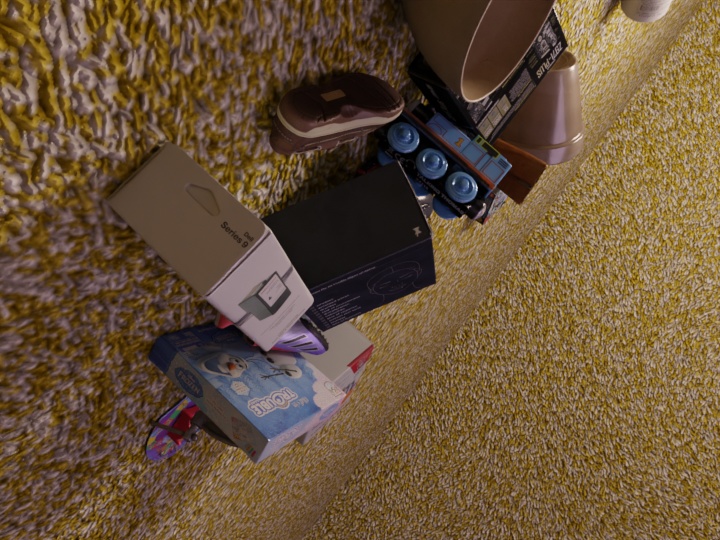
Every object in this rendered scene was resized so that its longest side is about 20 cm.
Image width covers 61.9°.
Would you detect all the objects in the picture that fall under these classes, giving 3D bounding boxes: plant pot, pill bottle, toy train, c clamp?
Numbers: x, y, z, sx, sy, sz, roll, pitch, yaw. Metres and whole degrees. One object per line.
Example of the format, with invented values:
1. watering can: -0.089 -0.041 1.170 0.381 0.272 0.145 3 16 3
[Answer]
1. plant pot: 0.127 -0.319 0.694 0.200 0.134 0.201 -44 161 -20
2. pill bottle: 0.687 -0.687 1.392 0.114 0.114 0.200 -49 162 -8
3. toy train: 0.113 -0.162 0.864 0.114 0.200 0.087 -48 177 -23
4. c clamp: -0.188 0.180 0.899 0.200 0.170 0.027 -53 150 -35
5. plant pot: 0.346 -0.329 1.172 0.200 0.199 0.174 -40 142 -33

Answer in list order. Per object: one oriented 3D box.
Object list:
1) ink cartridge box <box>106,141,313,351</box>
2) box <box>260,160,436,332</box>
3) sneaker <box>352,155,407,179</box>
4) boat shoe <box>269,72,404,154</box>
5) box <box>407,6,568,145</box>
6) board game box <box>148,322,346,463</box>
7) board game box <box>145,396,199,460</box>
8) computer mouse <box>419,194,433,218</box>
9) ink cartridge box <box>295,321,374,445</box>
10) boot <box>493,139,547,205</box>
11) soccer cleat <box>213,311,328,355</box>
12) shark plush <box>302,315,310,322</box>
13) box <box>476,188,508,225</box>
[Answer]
1. ink cartridge box: -0.140 -0.015 0.607 0.084 0.146 0.200 -47 161 -11
2. box: -0.006 -0.024 0.839 0.199 0.125 0.197 -23 162 1
3. sneaker: 0.059 -0.149 0.946 0.200 0.079 0.096 -48 164 -11
4. boat shoe: -0.030 -0.179 0.703 0.202 0.075 0.075 -23 161 -46
5. box: 0.187 -0.307 0.864 0.200 0.086 0.164 -53 141 3
6. board game box: -0.145 0.145 0.814 0.044 0.199 0.200 -57 162 19
7. board game box: -0.256 0.243 0.983 0.200 0.039 0.158 -42 160 -30
8. computer mouse: 0.096 -0.089 1.099 0.200 0.046 0.141 -18 111 -61
9. ink cartridge box: -0.093 0.189 1.114 0.145 0.144 0.201 -36 157 -41
10. boot: 0.221 -0.219 1.009 0.068 0.200 0.189 -40 159 -31
11. soccer cleat: -0.123 0.084 0.852 0.200 0.068 0.073 41 73 -43
12. shark plush: -0.081 0.061 0.993 0.200 0.083 0.091 -47 161 -15
13. box: 0.401 -0.233 1.683 0.200 0.040 0.137 -43 161 -26
